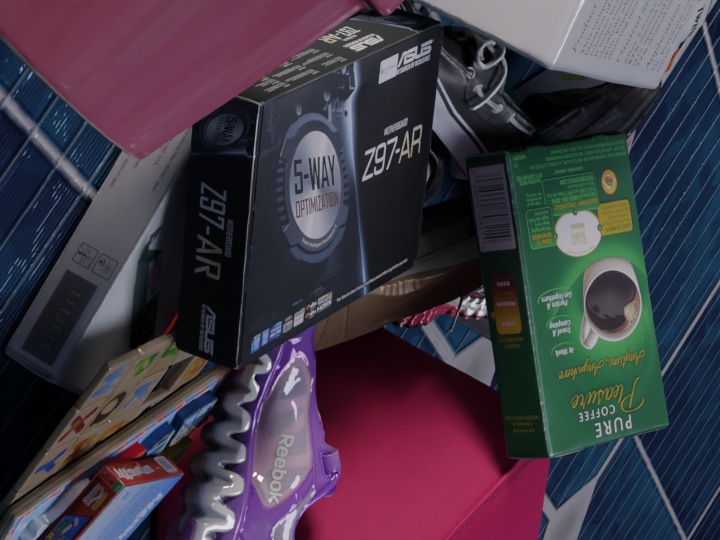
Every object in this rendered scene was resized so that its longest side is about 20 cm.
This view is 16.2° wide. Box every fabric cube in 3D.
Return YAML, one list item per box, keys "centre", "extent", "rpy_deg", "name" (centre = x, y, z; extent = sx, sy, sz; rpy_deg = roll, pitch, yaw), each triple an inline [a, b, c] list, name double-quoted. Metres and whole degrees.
- centre: [-0.006, 0.180, 1.705]
  extent: [0.196, 0.200, 0.199]
  rpy_deg: [-41, 150, -38]
  name: "fabric cube"

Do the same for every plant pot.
- centre: [-0.085, -0.158, 1.160]
  extent: [0.179, 0.200, 0.200]
  rpy_deg: [-45, 158, 3]
  name: "plant pot"

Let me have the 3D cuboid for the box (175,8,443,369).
- centre: [-0.027, -0.051, 1.443]
  extent: [0.200, 0.044, 0.160]
  rpy_deg: [-29, 132, -53]
  name: "box"

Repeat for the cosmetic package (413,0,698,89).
- centre: [0.114, -0.221, 1.518]
  extent: [0.167, 0.166, 0.200]
  rpy_deg: [-65, 159, 10]
  name: "cosmetic package"

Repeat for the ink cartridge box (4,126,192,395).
- centre: [-0.106, -0.013, 1.463]
  extent: [0.200, 0.044, 0.174]
  rpy_deg: [-60, 157, -2]
  name: "ink cartridge box"

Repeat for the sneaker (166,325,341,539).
- centre: [-0.050, 0.100, 1.554]
  extent: [0.080, 0.088, 0.200]
  rpy_deg: [177, -70, -74]
  name: "sneaker"

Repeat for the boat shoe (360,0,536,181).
- centre: [0.061, -0.125, 1.594]
  extent: [0.068, 0.074, 0.199]
  rpy_deg: [-33, 141, 4]
  name: "boat shoe"

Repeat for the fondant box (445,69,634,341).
- centre: [0.143, -0.060, 1.925]
  extent: [0.144, 0.058, 0.200]
  rpy_deg: [-35, 148, -47]
  name: "fondant box"

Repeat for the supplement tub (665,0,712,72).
- centre: [0.194, -0.239, 1.730]
  extent: [0.123, 0.122, 0.200]
  rpy_deg: [-34, 145, -48]
  name: "supplement tub"

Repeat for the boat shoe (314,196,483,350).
- centre: [0.000, 0.000, 1.653]
  extent: [0.200, 0.065, 0.072]
  rpy_deg: [-17, 153, -24]
  name: "boat shoe"

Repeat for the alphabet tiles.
- centre: [-0.154, 0.104, 1.460]
  extent: [0.200, 0.008, 0.167]
  rpy_deg: [-52, 168, 26]
  name: "alphabet tiles"

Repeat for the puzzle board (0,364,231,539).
- centre: [-0.164, 0.145, 1.507]
  extent: [0.200, 0.017, 0.151]
  rpy_deg: [-34, 163, -47]
  name: "puzzle board"

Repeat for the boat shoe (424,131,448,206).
- centre: [0.018, -0.064, 1.638]
  extent: [0.200, 0.064, 0.071]
  rpy_deg: [-8, 123, -63]
  name: "boat shoe"

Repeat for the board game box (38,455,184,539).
- centre: [-0.189, 0.188, 1.475]
  extent: [0.200, 0.019, 0.103]
  rpy_deg: [-48, 167, 9]
  name: "board game box"

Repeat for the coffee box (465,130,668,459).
- centre: [0.134, 0.016, 1.639]
  extent: [0.123, 0.044, 0.200]
  rpy_deg: [-12, 94, -44]
  name: "coffee box"

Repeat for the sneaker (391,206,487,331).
- centre: [0.063, -0.008, 1.785]
  extent: [0.200, 0.081, 0.075]
  rpy_deg: [-11, 125, -61]
  name: "sneaker"

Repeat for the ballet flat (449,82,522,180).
- centre: [0.103, -0.064, 1.797]
  extent: [0.068, 0.067, 0.200]
  rpy_deg: [-52, 122, -28]
  name: "ballet flat"

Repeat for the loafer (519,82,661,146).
- centre: [0.143, -0.099, 1.742]
  extent: [0.201, 0.070, 0.068]
  rpy_deg: [-45, 180, -41]
  name: "loafer"
